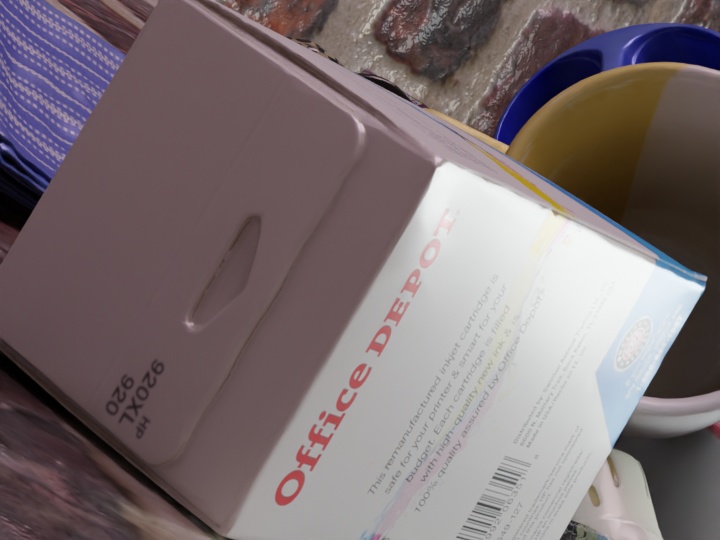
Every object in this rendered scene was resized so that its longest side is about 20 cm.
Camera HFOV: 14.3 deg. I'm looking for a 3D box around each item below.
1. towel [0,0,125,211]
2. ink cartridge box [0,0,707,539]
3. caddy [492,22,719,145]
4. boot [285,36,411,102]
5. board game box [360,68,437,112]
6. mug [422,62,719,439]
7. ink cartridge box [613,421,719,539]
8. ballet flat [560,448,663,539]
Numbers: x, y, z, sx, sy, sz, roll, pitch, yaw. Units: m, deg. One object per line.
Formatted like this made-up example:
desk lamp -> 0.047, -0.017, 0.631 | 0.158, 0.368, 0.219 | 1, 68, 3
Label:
towel -> -0.130, -0.071, 1.370 | 0.145, 0.024, 0.200 | 34, 23, -27
ink cartridge box -> -0.004, 0.012, 1.038 | 0.144, 0.148, 0.200 | 35, 7, 35
caddy -> 0.138, -0.036, 1.408 | 0.201, 0.141, 0.105 | -90, 158, -43
boot -> 0.016, -0.026, 1.485 | 0.204, 0.073, 0.154 | 62, -8, -23
board game box -> 0.053, -0.012, 1.594 | 0.120, 0.032, 0.200 | 29, -28, 34
mug -> 0.119, -0.009, 1.243 | 0.187, 0.149, 0.153 | 58, -6, 15
ink cartridge box -> 0.217, 0.147, 1.320 | 0.200, 0.085, 0.146 | 30, 6, -29
ballet flat -> 0.078, 0.090, 1.183 | 0.074, 0.074, 0.200 | 24, 9, -48
